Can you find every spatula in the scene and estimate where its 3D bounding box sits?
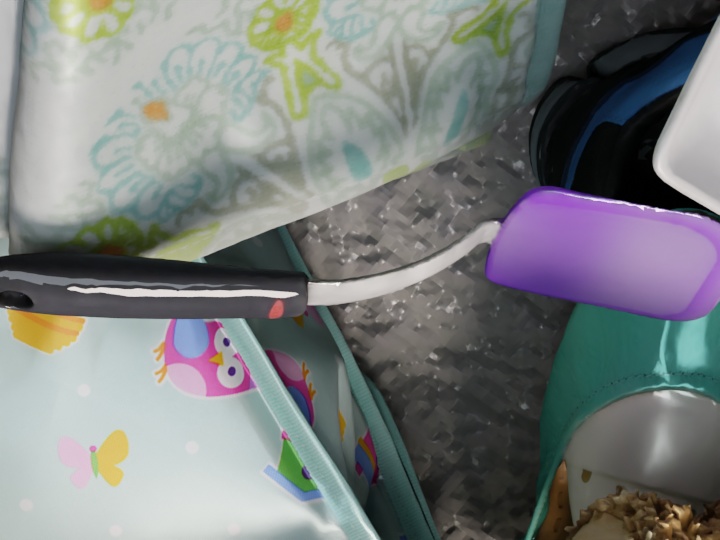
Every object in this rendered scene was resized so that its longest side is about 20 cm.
[{"bbox_3d":[0.000,0.000,0.689,0.199,0.021,0.057,-4,154,-15],"label":"spatula"}]

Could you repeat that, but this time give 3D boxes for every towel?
[{"bbox_3d":[-0.013,-0.092,0.672,0.171,0.048,0.200,-21,140,-30],"label":"towel"}]

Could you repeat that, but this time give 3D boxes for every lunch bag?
[{"bbox_3d":[-0.079,0.063,0.817,0.170,0.122,0.200,-27,106,10],"label":"lunch bag"}]

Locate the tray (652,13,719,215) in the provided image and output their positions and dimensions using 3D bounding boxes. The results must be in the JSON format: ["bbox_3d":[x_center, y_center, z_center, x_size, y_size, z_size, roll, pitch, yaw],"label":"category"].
[{"bbox_3d":[0.147,-0.097,0.710,0.107,0.022,0.200,28,89,-38],"label":"tray"}]

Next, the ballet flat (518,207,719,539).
[{"bbox_3d":[0.078,0.077,0.780,0.067,0.071,0.200,11,129,-5],"label":"ballet flat"}]

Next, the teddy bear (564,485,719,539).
[{"bbox_3d":[0.116,0.099,0.725,0.200,0.067,0.145,11,125,-45],"label":"teddy bear"}]

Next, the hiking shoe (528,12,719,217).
[{"bbox_3d":[0.140,-0.061,0.779,0.200,0.087,0.074,-38,110,16],"label":"hiking shoe"}]
